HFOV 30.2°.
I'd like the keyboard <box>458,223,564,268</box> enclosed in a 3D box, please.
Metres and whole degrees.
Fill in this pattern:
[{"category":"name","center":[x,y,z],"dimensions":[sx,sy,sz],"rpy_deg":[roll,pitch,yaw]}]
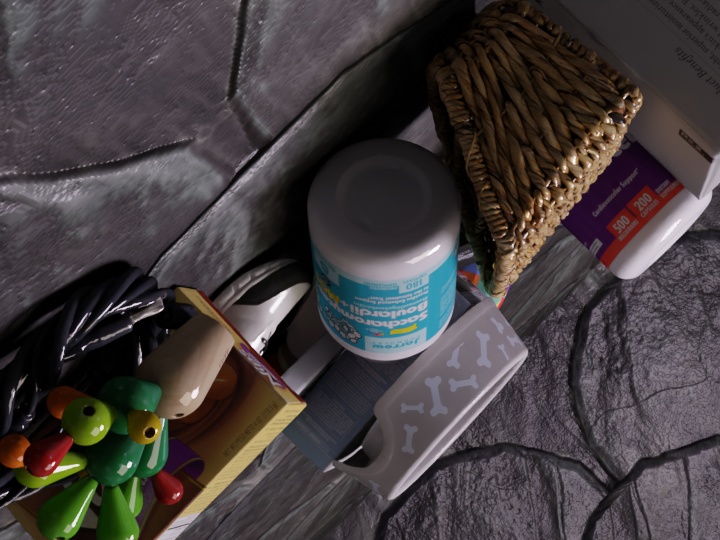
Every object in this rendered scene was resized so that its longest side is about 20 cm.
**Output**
[{"category":"keyboard","center":[0.084,-0.030,1.229],"dimensions":[0.200,0.040,0.104],"rpy_deg":[-23,163,37]}]

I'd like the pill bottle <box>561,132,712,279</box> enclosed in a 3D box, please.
[{"category":"pill bottle","center":[0.198,-0.095,1.156],"dimensions":[0.112,0.200,0.112],"rpy_deg":[-42,168,-11]}]

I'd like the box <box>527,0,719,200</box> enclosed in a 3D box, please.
[{"category":"box","center":[0.238,-0.179,1.012],"dimensions":[0.131,0.199,0.200],"rpy_deg":[-45,168,3]}]

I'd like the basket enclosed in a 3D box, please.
[{"category":"basket","center":[0.093,-0.087,0.954],"dimensions":[0.149,0.143,0.200],"rpy_deg":[-50,172,-4]}]

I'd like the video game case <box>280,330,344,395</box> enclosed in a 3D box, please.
[{"category":"video game case","center":[-0.100,0.146,1.115],"dimensions":[0.182,0.023,0.200],"rpy_deg":[-50,177,33]}]

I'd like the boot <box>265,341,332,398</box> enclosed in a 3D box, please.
[{"category":"boot","center":[-0.073,0.118,1.312],"dimensions":[0.107,0.075,0.200],"rpy_deg":[-37,166,7]}]

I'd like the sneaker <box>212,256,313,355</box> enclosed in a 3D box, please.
[{"category":"sneaker","center":[-0.104,0.073,1.015],"dimensions":[0.200,0.080,0.074],"rpy_deg":[-44,166,-12]}]

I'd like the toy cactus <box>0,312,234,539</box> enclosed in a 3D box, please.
[{"category":"toy cactus","center":[-0.132,0.100,0.815],"dimensions":[0.165,0.102,0.200],"rpy_deg":[-52,157,-20]}]

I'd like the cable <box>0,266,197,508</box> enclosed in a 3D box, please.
[{"category":"cable","center":[-0.189,0.084,0.836],"dimensions":[0.200,0.051,0.163],"rpy_deg":[-45,168,4]}]

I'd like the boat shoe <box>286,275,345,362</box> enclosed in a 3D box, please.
[{"category":"boat shoe","center":[0.000,0.000,1.157],"dimensions":[0.069,0.072,0.200],"rpy_deg":[-68,-177,-53]}]

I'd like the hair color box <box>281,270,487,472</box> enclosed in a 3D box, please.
[{"category":"hair color box","center":[0.024,0.084,1.195],"dimensions":[0.200,0.061,0.099],"rpy_deg":[-49,167,11]}]

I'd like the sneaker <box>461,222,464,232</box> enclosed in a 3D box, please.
[{"category":"sneaker","center":[0.143,-0.094,1.281],"dimensions":[0.200,0.075,0.090],"rpy_deg":[-39,172,-28]}]

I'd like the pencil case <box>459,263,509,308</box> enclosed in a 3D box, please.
[{"category":"pencil case","center":[0.115,0.026,1.408],"dimensions":[0.088,0.088,0.200],"rpy_deg":[110,4,-64]}]

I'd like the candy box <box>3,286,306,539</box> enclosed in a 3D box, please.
[{"category":"candy box","center":[-0.150,0.122,0.936],"dimensions":[0.200,0.117,0.056],"rpy_deg":[-45,168,5]}]

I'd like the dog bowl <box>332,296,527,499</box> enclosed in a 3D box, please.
[{"category":"dog bowl","center":[0.065,0.114,1.142],"dimensions":[0.200,0.059,0.200],"rpy_deg":[-46,170,-11]}]

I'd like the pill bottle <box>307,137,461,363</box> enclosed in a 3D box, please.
[{"category":"pill bottle","center":[0.019,-0.003,1.017],"dimensions":[0.111,0.111,0.200],"rpy_deg":[-40,156,-19]}]
